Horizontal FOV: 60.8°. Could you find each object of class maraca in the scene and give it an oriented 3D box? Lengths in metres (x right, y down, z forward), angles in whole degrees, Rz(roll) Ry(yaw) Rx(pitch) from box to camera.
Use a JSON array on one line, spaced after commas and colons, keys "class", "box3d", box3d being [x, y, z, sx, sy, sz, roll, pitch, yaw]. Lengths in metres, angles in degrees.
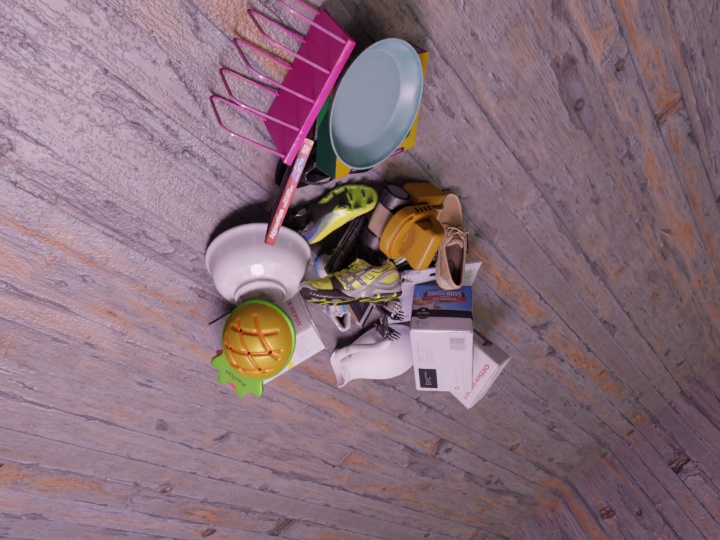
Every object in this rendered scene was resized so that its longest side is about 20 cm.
[{"class": "maraca", "box3d": [-0.192, 0.141, 1.100, 0.136, 0.107, 0.202, 34, 112, 2]}]

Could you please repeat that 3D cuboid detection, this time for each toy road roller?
[{"class": "toy road roller", "box3d": [0.108, -0.078, 1.184, 0.198, 0.146, 0.125, -13, 138, -50]}]

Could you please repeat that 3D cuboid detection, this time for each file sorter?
[{"class": "file sorter", "box3d": [-0.125, -0.293, 0.899, 0.123, 0.140, 0.202, 16, 118, -35]}]

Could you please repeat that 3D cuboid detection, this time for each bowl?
[{"class": "bowl", "box3d": [-0.184, 0.013, 1.121, 0.195, 0.092, 0.203, -7, 143, -5]}]

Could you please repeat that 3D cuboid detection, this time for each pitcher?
[{"class": "pitcher", "box3d": [0.032, 0.188, 1.409, 0.195, 0.124, 0.172, -16, 161, -9]}]

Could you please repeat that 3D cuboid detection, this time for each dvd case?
[{"class": "dvd case", "box3d": [0.000, 0.000, 1.256, 0.151, 0.016, 0.202, -60, 143, -26]}]

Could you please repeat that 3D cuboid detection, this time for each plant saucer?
[{"class": "plant saucer", "box3d": [0.018, -0.257, 0.944, 0.198, 0.036, 0.204, -31, 140, -30]}]

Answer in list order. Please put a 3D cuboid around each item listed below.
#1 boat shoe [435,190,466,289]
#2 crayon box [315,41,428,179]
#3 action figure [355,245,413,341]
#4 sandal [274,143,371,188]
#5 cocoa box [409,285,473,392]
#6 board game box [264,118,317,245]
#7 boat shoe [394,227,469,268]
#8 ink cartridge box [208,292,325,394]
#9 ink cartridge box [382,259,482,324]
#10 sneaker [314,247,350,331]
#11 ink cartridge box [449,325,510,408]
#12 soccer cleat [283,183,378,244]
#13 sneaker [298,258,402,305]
[{"class": "boat shoe", "box3d": [0.192, -0.064, 1.268, 0.069, 0.064, 0.207, -2, 89, -18]}, {"class": "crayon box", "box3d": [0.018, -0.268, 1.022, 0.198, 0.058, 0.176, -28, 139, -35]}, {"class": "action figure", "box3d": [0.052, 0.041, 1.243, 0.120, 0.099, 0.203, -62, 147, -38]}, {"class": "sandal", "box3d": [-0.058, -0.189, 1.095, 0.195, 0.043, 0.077, -17, 135, -17]}, {"class": "cocoa box", "box3d": [0.180, 0.148, 1.331, 0.129, 0.133, 0.203, 0, 133, 12]}, {"class": "board game box", "box3d": [-0.115, -0.151, 1.009, 0.019, 0.104, 0.203, 19, 123, -13]}, {"class": "boat shoe", "box3d": [0.154, -0.036, 1.326, 0.195, 0.074, 0.064, -19, 95, -19]}, {"class": "ink cartridge box", "box3d": [-0.186, 0.132, 1.224, 0.197, 0.146, 0.084, -30, 137, -3]}, {"class": "ink cartridge box", "box3d": [0.157, 0.038, 1.384, 0.191, 0.044, 0.202, -7, 142, -16]}, {"class": "sneaker", "box3d": [-0.043, 0.044, 1.278, 0.073, 0.087, 0.203, -19, 133, -11]}, {"class": "ink cartridge box", "box3d": [0.242, 0.209, 1.498, 0.087, 0.199, 0.147, -12, 137, -52]}, {"class": "soccer cleat", "box3d": [-0.058, -0.104, 1.169, 0.196, 0.066, 0.084, -26, 160, -12]}, {"class": "sneaker", "box3d": [-0.020, 0.021, 1.148, 0.194, 0.079, 0.075, -2, 169, -16]}]
